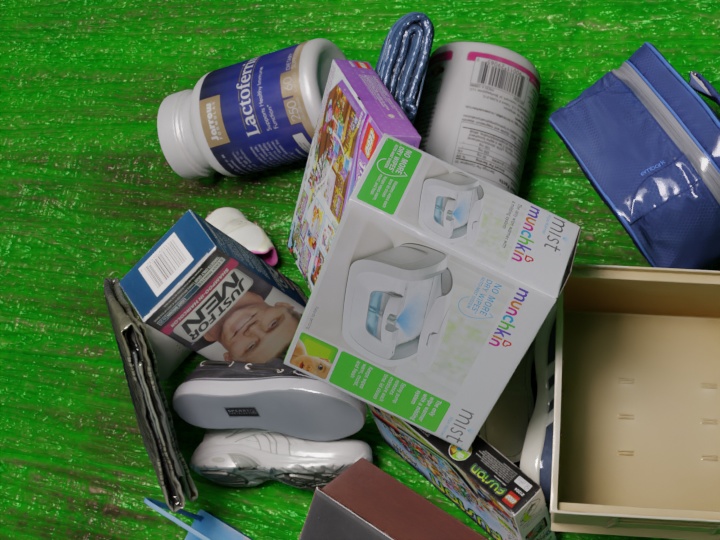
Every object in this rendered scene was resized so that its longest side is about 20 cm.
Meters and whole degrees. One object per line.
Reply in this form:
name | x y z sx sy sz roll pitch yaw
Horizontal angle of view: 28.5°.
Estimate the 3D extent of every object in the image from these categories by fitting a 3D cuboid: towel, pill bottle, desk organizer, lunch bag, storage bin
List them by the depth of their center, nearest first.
storage bin | 0.251 0.109 1.140 0.196 0.094 0.202 3 69 5
lunch bag | 0.264 -0.097 1.218 0.132 0.136 0.201 -35 46 9
desk organizer | 0.050 0.254 1.245 0.199 0.077 0.072 31 121 21
pill bottle | 0.099 -0.103 1.340 0.112 0.113 0.202 5 73 32
towel | 0.034 -0.175 1.356 0.048 0.200 0.113 14 85 0
towel | -0.203 0.114 1.361 0.034 0.195 0.200 -15 17 -11
pill bottle | -0.107 -0.163 1.487 0.198 0.116 0.117 -13 64 26

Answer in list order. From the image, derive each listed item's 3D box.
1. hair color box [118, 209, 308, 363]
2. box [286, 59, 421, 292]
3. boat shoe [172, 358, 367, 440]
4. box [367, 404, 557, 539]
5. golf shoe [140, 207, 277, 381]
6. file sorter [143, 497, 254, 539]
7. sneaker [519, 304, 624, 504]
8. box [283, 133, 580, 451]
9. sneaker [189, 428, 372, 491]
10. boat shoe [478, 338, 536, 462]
hair color box | -0.130 0.031 1.367 0.100 0.200 0.061 -44 54 7
box | -0.010 -0.066 1.262 0.137 0.039 0.202 -119 37 -49
boat shoe | -0.080 0.112 1.327 0.198 0.070 0.067 -3 41 27
box | 0.085 0.168 1.238 0.035 0.110 0.200 -41 52 -15
golf shoe | -0.160 0.034 1.466 0.091 0.075 0.201 29 88 32
file sorter | -0.175 0.332 1.322 0.138 0.122 0.202 23 84 36
sneaker | 0.195 0.105 1.229 0.084 0.075 0.202 3 78 25
box | 0.055 0.020 1.139 0.175 0.201 0.097 26 44 1
sneaker | -0.075 0.156 1.364 0.198 0.078 0.100 0 66 29
boat shoe | 0.128 0.077 1.282 0.066 0.074 0.202 142 133 -68
